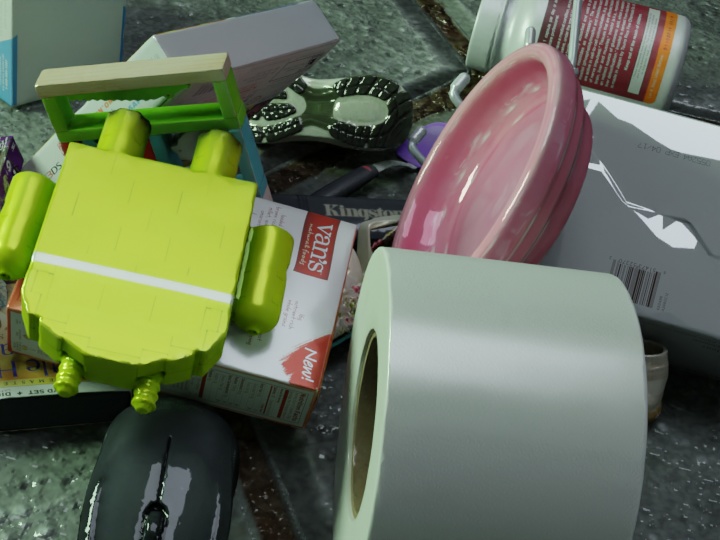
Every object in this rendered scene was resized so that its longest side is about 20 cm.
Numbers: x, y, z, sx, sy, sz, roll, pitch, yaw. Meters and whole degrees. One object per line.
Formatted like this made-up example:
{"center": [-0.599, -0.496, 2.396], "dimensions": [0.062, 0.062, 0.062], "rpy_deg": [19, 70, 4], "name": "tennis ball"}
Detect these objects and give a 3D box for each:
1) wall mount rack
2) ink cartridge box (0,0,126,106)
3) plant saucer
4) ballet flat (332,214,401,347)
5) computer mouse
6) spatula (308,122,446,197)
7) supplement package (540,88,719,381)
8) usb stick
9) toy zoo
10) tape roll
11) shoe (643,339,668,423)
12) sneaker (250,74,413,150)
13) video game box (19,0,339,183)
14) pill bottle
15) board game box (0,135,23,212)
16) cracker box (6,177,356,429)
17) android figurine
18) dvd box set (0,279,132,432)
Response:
{"center": [0.128, -0.155, 1.108], "dimensions": [0.174, 0.200, 0.075], "rpy_deg": [-40, 88, -22], "name": "wall mount rack"}
{"center": [-0.320, -0.258, 1.199], "dimensions": [0.200, 0.129, 0.125], "rpy_deg": [33, 41, 29], "name": "ink cartridge box"}
{"center": [0.090, -0.053, 0.895], "dimensions": [0.051, 0.201, 0.201], "rpy_deg": [28, 32, -16], "name": "plant saucer"}
{"center": [0.000, 0.000, 0.980], "dimensions": [0.075, 0.064, 0.200], "rpy_deg": [3, 24, 43], "name": "ballet flat"}
{"center": [-0.110, 0.136, 0.781], "dimensions": [0.138, 0.053, 0.200], "rpy_deg": [5, 36, -8], "name": "computer mouse"}
{"center": [0.020, -0.087, 1.151], "dimensions": [0.056, 0.021, 0.200], "rpy_deg": [30, 40, 34], "name": "spatula"}
{"center": [0.209, -0.025, 0.984], "dimensions": [0.199, 0.111, 0.156], "rpy_deg": [16, 76, 7], "name": "supplement package"}
{"center": [-0.006, -0.037, 1.065], "dimensions": [0.199, 0.033, 0.056], "rpy_deg": [3, 36, -13], "name": "usb stick"}
{"center": [-0.129, -0.056, 0.923], "dimensions": [0.131, 0.200, 0.021], "rpy_deg": [-3, 42, 12], "name": "toy zoo"}
{"center": [0.066, 0.094, 0.761], "dimensions": [0.139, 0.203, 0.203], "rpy_deg": [7, 36, -6], "name": "tape roll"}
{"center": [0.124, 0.051, 0.961], "dimensions": [0.199, 0.054, 0.070], "rpy_deg": [17, 35, 12], "name": "shoe"}
{"center": [-0.042, -0.138, 1.184], "dimensions": [0.199, 0.077, 0.089], "rpy_deg": [13, -2, 15], "name": "sneaker"}
{"center": [-0.134, -0.124, 1.006], "dimensions": [0.047, 0.182, 0.200], "rpy_deg": [55, 35, 5], "name": "video game box"}
{"center": [0.209, -0.215, 1.301], "dimensions": [0.199, 0.113, 0.113], "rpy_deg": [16, 36, 5], "name": "pill bottle"}
{"center": [-0.305, -0.016, 0.901], "dimensions": [0.120, 0.032, 0.200], "rpy_deg": [-11, 41, 9], "name": "board game box"}
{"center": [-0.112, 0.010, 0.870], "dimensions": [0.199, 0.058, 0.134], "rpy_deg": [15, 54, -5], "name": "cracker box"}
{"center": [-0.133, -0.007, 0.816], "dimensions": [0.181, 0.041, 0.201], "rpy_deg": [11, 57, -6], "name": "android figurine"}
{"center": [-0.243, 0.031, 0.908], "dimensions": [0.146, 0.029, 0.200], "rpy_deg": [-3, 37, -19], "name": "dvd box set"}
